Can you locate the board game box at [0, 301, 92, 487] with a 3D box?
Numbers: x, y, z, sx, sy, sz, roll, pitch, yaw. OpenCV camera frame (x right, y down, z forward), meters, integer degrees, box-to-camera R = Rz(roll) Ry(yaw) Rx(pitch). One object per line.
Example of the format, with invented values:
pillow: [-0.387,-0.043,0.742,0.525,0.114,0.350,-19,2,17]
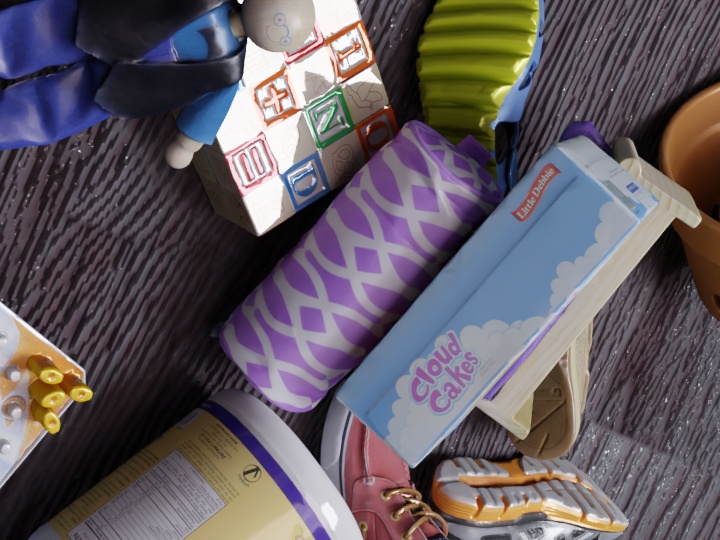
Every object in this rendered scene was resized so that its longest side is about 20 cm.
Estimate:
board game box: [-0.262,0.079,0.661,0.200,0.026,0.200,-51,127,-10]

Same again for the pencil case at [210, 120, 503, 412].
pencil case: [0.000,0.000,0.816,0.200,0.084,0.085,-46,166,18]

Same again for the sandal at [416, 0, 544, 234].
sandal: [0.078,-0.107,0.888,0.087,0.079,0.201,4,100,-69]

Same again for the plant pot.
plant pot: [0.329,-0.039,1.016,0.200,0.200,0.141,-34,139,-20]

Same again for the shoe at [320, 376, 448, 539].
shoe: [0.029,0.171,0.899,0.071,0.091,0.202,4,84,-51]

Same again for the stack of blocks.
stack of blocks: [-0.062,-0.138,0.778,0.115,0.058,0.201,-34,123,-21]

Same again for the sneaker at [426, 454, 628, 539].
sneaker: [0.123,0.191,1.023,0.199,0.078,0.078,11,114,-33]

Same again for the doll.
doll: [-0.119,-0.112,0.701,0.199,0.049,0.137,-16,119,4]

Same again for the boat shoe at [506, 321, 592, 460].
boat shoe: [0.136,0.035,0.982,0.064,0.071,0.201,-30,123,-64]

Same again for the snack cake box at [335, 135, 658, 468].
snack cake box: [0.085,0.016,0.801,0.200,0.067,0.115,-50,173,18]

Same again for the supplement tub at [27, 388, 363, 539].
supplement tub: [-0.113,0.184,0.805,0.200,0.145,0.146,-37,124,-18]

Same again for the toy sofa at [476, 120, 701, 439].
toy sofa: [0.128,0.003,0.891,0.097,0.083,0.200,36,107,-3]
